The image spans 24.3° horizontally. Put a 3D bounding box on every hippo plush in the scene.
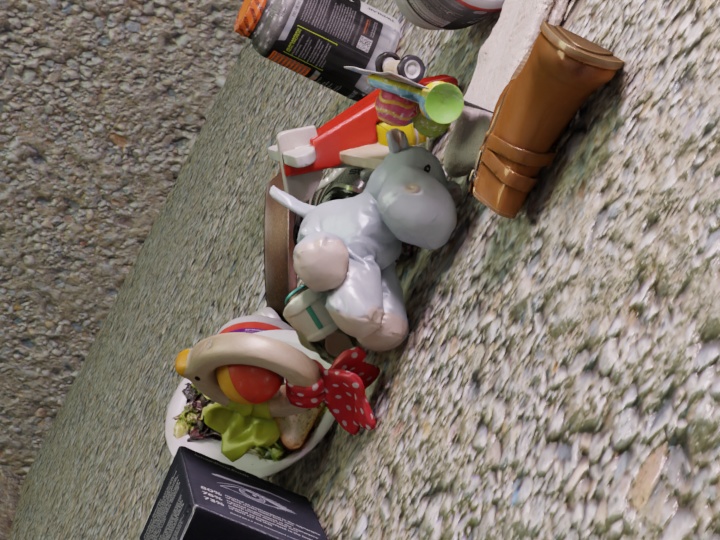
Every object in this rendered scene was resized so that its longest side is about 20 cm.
[{"bbox_3d":[0.030,-0.032,1.595,0.160,0.160,0.200,-37,25,8],"label":"hippo plush"}]

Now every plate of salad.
[{"bbox_3d":[-0.114,0.133,1.741,0.048,0.198,0.201,65,-152,-44],"label":"plate of salad"}]

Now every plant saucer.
[{"bbox_3d":[-0.096,-0.026,2.024,0.200,0.034,0.202,180,90,-90],"label":"plant saucer"}]

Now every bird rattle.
[{"bbox_3d":[-0.085,0.112,1.596,0.199,0.163,0.114,-7,58,44],"label":"bird rattle"}]

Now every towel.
[{"bbox_3d":[0.139,-0.189,1.581,0.201,0.034,0.132,-69,13,-12],"label":"towel"}]

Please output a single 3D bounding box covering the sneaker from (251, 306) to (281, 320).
[{"bbox_3d":[-0.147,0.129,2.009,0.084,0.073,0.201,-20,-33,-40],"label":"sneaker"}]

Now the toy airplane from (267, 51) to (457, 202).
[{"bbox_3d":[0.004,-0.124,1.767,0.198,0.142,0.200,-19,24,28],"label":"toy airplane"}]

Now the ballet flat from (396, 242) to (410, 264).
[{"bbox_3d":[0.000,0.000,1.753,0.200,0.069,0.072,139,132,-61],"label":"ballet flat"}]

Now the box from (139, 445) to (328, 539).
[{"bbox_3d":[-0.118,0.261,1.569,0.105,0.147,0.200,-65,12,4],"label":"box"}]

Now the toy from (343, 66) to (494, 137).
[{"bbox_3d":[0.050,-0.152,1.553,0.200,0.114,0.048,-157,85,-76],"label":"toy"}]

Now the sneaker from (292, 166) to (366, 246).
[{"bbox_3d":[-0.030,-0.058,1.927,0.200,0.073,0.088,-44,21,50],"label":"sneaker"}]

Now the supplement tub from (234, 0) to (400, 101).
[{"bbox_3d":[-0.058,-0.315,2.202,0.123,0.199,0.123,-58,15,26],"label":"supplement tub"}]

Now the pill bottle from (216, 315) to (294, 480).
[{"bbox_3d":[-0.124,0.153,1.848,0.113,0.112,0.201,-54,18,41],"label":"pill bottle"}]

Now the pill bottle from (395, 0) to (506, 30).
[{"bbox_3d":[0.105,-0.316,1.753,0.117,0.115,0.200,-67,13,-7],"label":"pill bottle"}]

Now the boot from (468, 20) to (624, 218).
[{"bbox_3d":[0.144,-0.116,1.362,0.156,0.073,0.200,-64,1,4],"label":"boot"}]

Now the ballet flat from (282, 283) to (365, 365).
[{"bbox_3d":[-0.028,0.065,1.684,0.200,0.069,0.070,47,-115,-73],"label":"ballet flat"}]
